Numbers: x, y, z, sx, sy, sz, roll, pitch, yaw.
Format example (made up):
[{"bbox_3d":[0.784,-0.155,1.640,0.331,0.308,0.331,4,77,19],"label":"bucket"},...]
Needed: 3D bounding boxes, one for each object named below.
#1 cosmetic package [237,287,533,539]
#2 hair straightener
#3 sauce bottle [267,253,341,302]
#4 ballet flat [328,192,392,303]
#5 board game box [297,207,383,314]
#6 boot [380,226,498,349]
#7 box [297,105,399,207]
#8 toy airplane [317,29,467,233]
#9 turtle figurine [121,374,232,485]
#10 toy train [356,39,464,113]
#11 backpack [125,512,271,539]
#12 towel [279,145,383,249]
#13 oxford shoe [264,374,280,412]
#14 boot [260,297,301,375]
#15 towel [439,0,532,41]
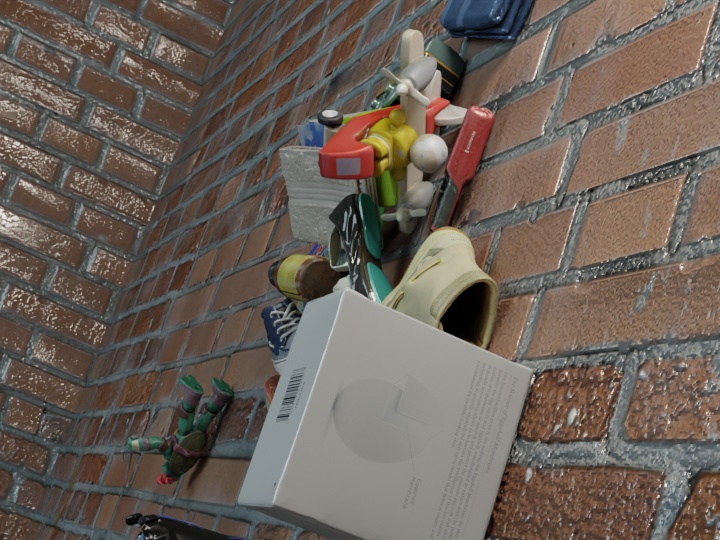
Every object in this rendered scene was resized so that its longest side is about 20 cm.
[{"bbox_3d":[0.023,0.151,1.231,0.123,0.199,0.201,-22,46,68],"label":"cosmetic package"},{"bbox_3d":[0.110,-0.086,1.568,0.077,0.041,0.202,88,-162,-82],"label":"hair straightener"},{"bbox_3d":[-0.082,0.008,1.841,0.067,0.066,0.200,-67,20,-4],"label":"sauce bottle"},{"bbox_3d":[0.000,0.000,1.643,0.068,0.068,0.202,-26,53,22],"label":"ballet flat"},{"bbox_3d":[-0.028,-0.022,1.877,0.200,0.029,0.135,-52,24,38],"label":"board game box"},{"bbox_3d":[0.071,0.067,1.414,0.201,0.072,0.156,-59,20,13],"label":"boot"},{"bbox_3d":[-0.004,-0.144,1.772,0.199,0.047,0.123,1,105,57],"label":"box"},{"bbox_3d":[0.060,-0.157,1.608,0.141,0.200,0.200,33,89,42],"label":"toy airplane"},{"bbox_3d":[-0.285,0.264,2.154,0.201,0.100,0.149,-59,-22,16],"label":"turtle figurine"},{"bbox_3d":[0.062,-0.226,1.802,0.115,0.085,0.200,-60,12,-23],"label":"toy train"},{"bbox_3d":[-0.198,0.403,1.590,0.155,0.198,0.191,-61,24,31],"label":"backpack"},{"bbox_3d":[-0.042,-0.094,1.778,0.199,0.034,0.134,10,111,55],"label":"towel"},{"bbox_3d":[-0.091,0.188,1.731,0.200,0.070,0.075,-89,4,-73],"label":"oxford shoe"},{"bbox_3d":[-0.094,0.083,1.780,0.200,0.072,0.091,161,89,-75],"label":"boot"},{"bbox_3d":[0.164,-0.344,1.697,0.113,0.048,0.200,-66,17,3],"label":"towel"}]
